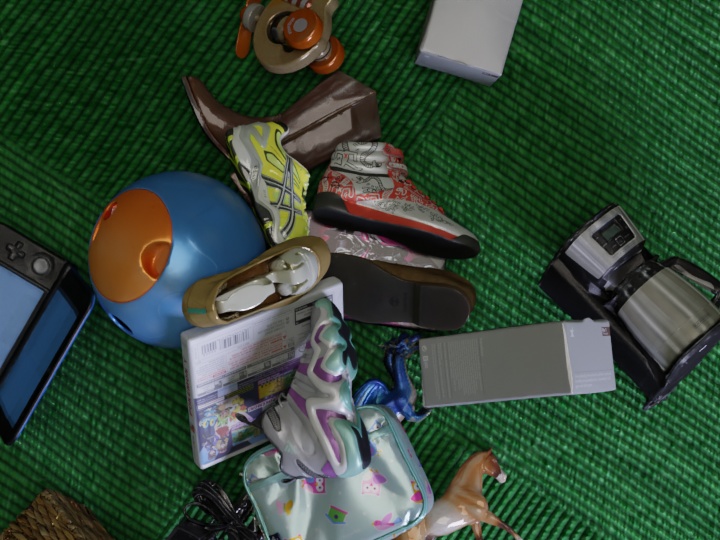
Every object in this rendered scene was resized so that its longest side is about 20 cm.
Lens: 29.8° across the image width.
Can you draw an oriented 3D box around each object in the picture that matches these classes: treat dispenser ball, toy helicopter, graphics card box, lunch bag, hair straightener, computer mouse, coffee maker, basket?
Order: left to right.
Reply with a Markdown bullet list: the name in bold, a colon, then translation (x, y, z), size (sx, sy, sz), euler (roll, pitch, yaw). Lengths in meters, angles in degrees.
- **basket**: translation (-0.329, 0.363, 1.505), size (0.149, 0.143, 0.200), euler (-44, 67, -5)
- **treat dispenser ball**: translation (-0.206, -0.012, 1.530), size (0.201, 0.201, 0.201), euler (0, 87, -4)
- **computer mouse**: translation (-0.196, 0.355, 1.574), size (0.200, 0.053, 0.139), euler (-45, 70, 7)
- **hair straightener**: translation (-0.117, 0.268, 1.609), size (0.077, 0.041, 0.200), euler (40, 90, -1)
- **toy helicopter**: translation (-0.088, -0.326, 1.618), size (0.132, 0.079, 0.200), euler (-4, 68, 24)
- **lunch bag**: translation (-0.031, 0.245, 1.538), size (0.200, 0.077, 0.161), euler (-25, 86, 6)
- **graphics card box**: translation (0.000, 0.000, 1.619), size (0.200, 0.051, 0.126), euler (9, 86, -5)
- **coffee maker**: translation (0.310, 0.048, 1.586), size (0.200, 0.192, 0.135), euler (47, 42, 17)

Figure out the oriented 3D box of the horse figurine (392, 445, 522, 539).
- **horse figurine**: translation (0.103, 0.313, 1.607), size (0.200, 0.050, 0.133), euler (-30, 77, 1)

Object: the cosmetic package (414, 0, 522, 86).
- **cosmetic package**: translation (0.142, -0.333, 1.628), size (0.107, 0.090, 0.200), euler (18, 89, -3)

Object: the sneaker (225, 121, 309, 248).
- **sneaker**: translation (-0.087, -0.082, 1.546), size (0.076, 0.075, 0.200), euler (-22, 86, -10)

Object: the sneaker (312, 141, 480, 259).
- **sneaker**: translation (0.052, -0.088, 1.580), size (0.201, 0.067, 0.108), euler (15, 68, 2)

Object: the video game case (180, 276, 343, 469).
- **video game case**: translation (-0.106, 0.115, 1.536), size (0.200, 0.023, 0.182), euler (-21, 127, -28)

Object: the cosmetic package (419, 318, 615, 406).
- **cosmetic package**: translation (0.177, 0.106, 1.538), size (0.200, 0.107, 0.090), euler (-6, 85, 40)

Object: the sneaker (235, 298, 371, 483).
- **sneaker**: translation (-0.073, 0.136, 1.490), size (0.140, 0.078, 0.200), euler (-13, 71, 13)

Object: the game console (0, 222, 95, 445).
- **game console**: translation (-0.409, 0.068, 1.543), size (0.171, 0.118, 0.200), euler (31, 93, -1)

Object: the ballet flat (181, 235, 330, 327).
- **ballet flat**: translation (-0.097, 0.016, 1.452), size (0.200, 0.063, 0.069), euler (-26, 107, -34)

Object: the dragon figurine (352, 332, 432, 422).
- **dragon figurine**: translation (0.016, 0.163, 1.606), size (0.099, 0.059, 0.200), euler (45, 90, 0)

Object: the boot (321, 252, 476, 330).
- **boot**: translation (0.037, 0.019, 1.569), size (0.200, 0.075, 0.074), euler (14, 113, 13)

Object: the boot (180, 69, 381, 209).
- **boot**: translation (-0.090, -0.197, 1.615), size (0.200, 0.064, 0.187), euler (-32, 101, -2)
